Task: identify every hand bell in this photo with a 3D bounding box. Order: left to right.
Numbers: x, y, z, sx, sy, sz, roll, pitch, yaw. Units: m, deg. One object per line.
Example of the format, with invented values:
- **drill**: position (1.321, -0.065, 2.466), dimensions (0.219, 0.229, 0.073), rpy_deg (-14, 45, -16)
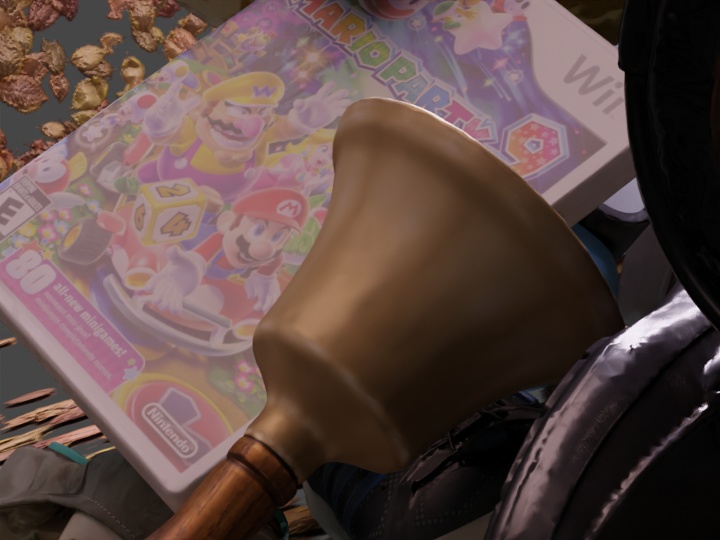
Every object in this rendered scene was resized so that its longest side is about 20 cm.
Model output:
- **hand bell**: position (-0.032, 0.058, 0.684), dimensions (0.200, 0.104, 0.104), rpy_deg (-45, 16, -19)

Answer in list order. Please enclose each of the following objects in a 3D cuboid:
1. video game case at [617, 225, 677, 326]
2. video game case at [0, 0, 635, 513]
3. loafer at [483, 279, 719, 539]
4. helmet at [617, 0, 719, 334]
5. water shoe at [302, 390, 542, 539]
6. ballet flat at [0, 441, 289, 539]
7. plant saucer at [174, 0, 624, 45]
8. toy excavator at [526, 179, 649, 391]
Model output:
- **video game case**: position (0.156, -0.093, 1.086), dimensions (0.024, 0.201, 0.182), rpy_deg (18, 21, 12)
- **video game case**: position (-0.017, -0.028, 0.812), dimensions (0.200, 0.018, 0.143), rpy_deg (-37, 52, -14)
- **loafer**: position (0.096, 0.043, 0.678), dimensions (0.070, 0.068, 0.200), rpy_deg (25, 42, 22)
- **helmet**: position (0.182, -0.047, 0.629), dimensions (0.190, 0.201, 0.200), rpy_deg (-12, 1, -41)
- **water shoe**: position (0.015, 0.049, 0.797), dimensions (0.071, 0.079, 0.200), rpy_deg (-22, 7, -18)
- **ballet flat**: position (-0.082, 0.095, 0.849), dimensions (0.064, 0.067, 0.200), rpy_deg (-50, 17, -17)
- **plant saucer**: position (0.032, -0.117, 0.979), dimensions (0.199, 0.049, 0.200), rpy_deg (-22, 31, -26)
- **toy excavator**: position (0.000, 0.000, 0.945), dimensions (0.100, 0.194, 0.200), rpy_deg (-49, 11, 37)
